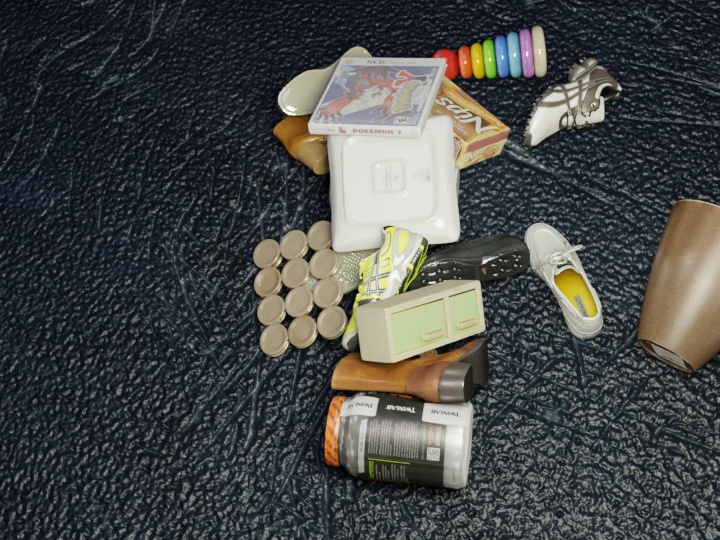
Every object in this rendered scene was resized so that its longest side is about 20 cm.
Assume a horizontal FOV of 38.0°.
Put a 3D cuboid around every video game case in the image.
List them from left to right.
[{"bbox_3d":[0.029,-0.276,1.641,0.179,0.023,0.202,4,43,17],"label":"video game case"}]

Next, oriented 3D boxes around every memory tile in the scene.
[{"bbox_3d":[-0.096,0.028,1.615,0.151,0.017,0.203,-18,60,19],"label":"memory tile"}]

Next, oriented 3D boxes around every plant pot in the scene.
[{"bbox_3d":[0.483,0.036,1.488,0.185,0.187,0.202,29,83,20],"label":"plant pot"}]

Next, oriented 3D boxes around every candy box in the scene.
[{"bbox_3d":[0.135,-0.257,1.718,0.114,0.056,0.200,-23,57,-40],"label":"candy box"}]

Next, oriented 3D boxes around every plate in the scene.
[{"bbox_3d":[0.047,-0.136,1.581,0.196,0.032,0.204,-4,77,7],"label":"plate"}]

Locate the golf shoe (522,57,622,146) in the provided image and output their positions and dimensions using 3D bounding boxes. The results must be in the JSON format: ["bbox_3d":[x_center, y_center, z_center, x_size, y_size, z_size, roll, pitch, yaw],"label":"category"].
[{"bbox_3d":[0.348,-0.265,1.710,0.094,0.078,0.200,39,73,23],"label":"golf shoe"}]

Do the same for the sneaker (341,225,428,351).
[{"bbox_3d":[0.023,0.027,1.527,0.076,0.076,0.202,28,75,14],"label":"sneaker"}]

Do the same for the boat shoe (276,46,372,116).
[{"bbox_3d":[-0.063,-0.309,1.768,0.199,0.067,0.072,-35,95,-29],"label":"boat shoe"}]

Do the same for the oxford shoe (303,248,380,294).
[{"bbox_3d":[0.000,0.000,1.624,0.197,0.058,0.076,-15,65,16],"label":"oxford shoe"}]

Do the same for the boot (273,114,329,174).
[{"bbox_3d":[-0.036,-0.243,1.753,0.199,0.072,0.144,-25,49,-19],"label":"boot"}]

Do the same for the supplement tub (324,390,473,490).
[{"bbox_3d":[0.054,0.232,1.449,0.196,0.123,0.124,5,62,9],"label":"supplement tub"}]

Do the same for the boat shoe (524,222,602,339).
[{"bbox_3d":[0.304,0.000,1.566,0.073,0.086,0.204,-18,61,-4],"label":"boat shoe"}]

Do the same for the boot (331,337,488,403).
[{"bbox_3d":[0.077,0.140,1.488,0.196,0.070,0.188,1,21,22],"label":"boot"}]

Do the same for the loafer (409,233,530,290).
[{"bbox_3d":[0.161,-0.011,1.600,0.197,0.069,0.071,-14,30,-9],"label":"loafer"}]

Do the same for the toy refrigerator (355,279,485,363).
[{"bbox_3d":[0.090,0.069,1.478,0.198,0.077,0.069,-14,9,-43],"label":"toy refrigerator"}]

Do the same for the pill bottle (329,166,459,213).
[{"bbox_3d":[0.056,-0.131,1.653,0.196,0.113,0.114,5,62,8],"label":"pill bottle"}]

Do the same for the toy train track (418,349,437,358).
[{"bbox_3d":[0.089,0.114,1.565,0.113,0.033,0.202,-26,67,-16],"label":"toy train track"}]

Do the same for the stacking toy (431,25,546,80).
[{"bbox_3d":[0.216,-0.362,1.780,0.196,0.086,0.087,-6,61,8],"label":"stacking toy"}]
